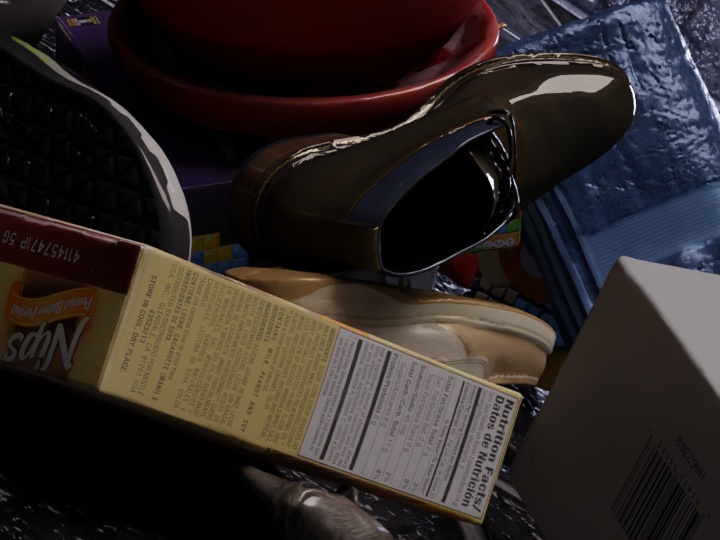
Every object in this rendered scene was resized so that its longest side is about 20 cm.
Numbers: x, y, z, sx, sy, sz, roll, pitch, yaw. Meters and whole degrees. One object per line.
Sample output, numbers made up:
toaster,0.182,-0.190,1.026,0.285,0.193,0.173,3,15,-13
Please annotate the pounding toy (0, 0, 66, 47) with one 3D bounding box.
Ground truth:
pounding toy,-0.209,-0.173,1.286,0.184,0.142,0.200,38,12,17

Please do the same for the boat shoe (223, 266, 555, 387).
boat shoe,0.010,0.041,1.237,0.073,0.070,0.200,6,-2,40

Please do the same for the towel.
towel,0.130,-0.024,1.357,0.049,0.111,0.201,124,-55,-72

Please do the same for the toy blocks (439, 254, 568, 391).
toy blocks,0.111,0.032,1.522,0.136,0.100,0.200,8,17,-47

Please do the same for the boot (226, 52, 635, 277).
boot,0.053,-0.037,1.228,0.199,0.075,0.097,-21,22,-26

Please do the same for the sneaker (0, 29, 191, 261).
sneaker,-0.110,-0.043,1.223,0.083,0.072,0.200,25,16,-45

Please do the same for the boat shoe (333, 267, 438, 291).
boat shoe,0.000,0.000,1.360,0.071,0.069,0.200,38,14,0

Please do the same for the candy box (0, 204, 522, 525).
candy box,-0.050,0.033,1.044,0.115,0.056,0.200,15,-5,44

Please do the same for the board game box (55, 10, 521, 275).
board game box,-0.037,-0.067,1.361,0.164,0.057,0.200,-8,29,-19

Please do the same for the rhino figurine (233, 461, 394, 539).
rhino figurine,0.036,0.126,0.989,0.200,0.060,0.087,35,-5,5

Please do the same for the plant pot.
plant pot,-0.022,-0.169,1.298,0.199,0.183,0.201,0,29,0

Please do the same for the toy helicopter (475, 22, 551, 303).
toy helicopter,0.046,-0.055,1.464,0.199,0.133,0.079,-5,18,44

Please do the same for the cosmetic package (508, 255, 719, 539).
cosmetic package,0.199,0.110,1.198,0.199,0.123,0.200,8,32,-29
